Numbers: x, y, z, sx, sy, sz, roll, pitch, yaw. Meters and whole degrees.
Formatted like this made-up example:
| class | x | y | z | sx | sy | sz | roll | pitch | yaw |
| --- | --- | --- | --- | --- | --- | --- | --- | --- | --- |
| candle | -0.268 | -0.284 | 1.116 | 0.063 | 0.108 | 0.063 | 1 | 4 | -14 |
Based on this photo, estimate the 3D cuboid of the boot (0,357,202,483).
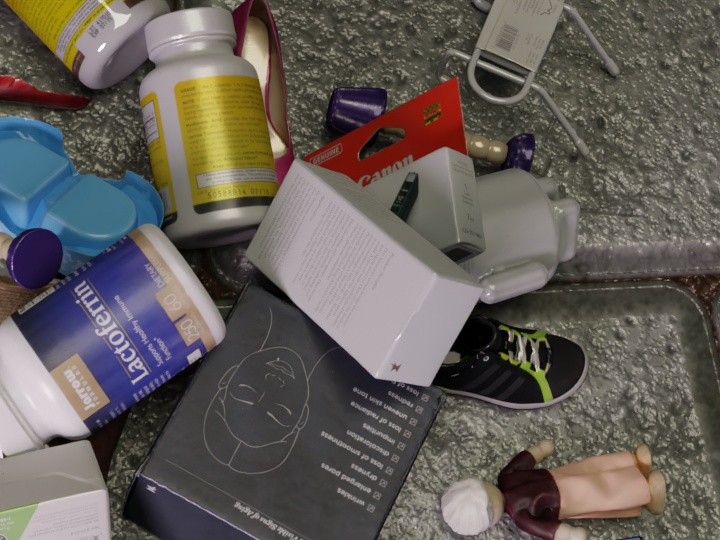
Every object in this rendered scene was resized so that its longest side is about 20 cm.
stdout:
| class | x | y | z | sx | sy | sz | roll | pitch | yaw |
| --- | --- | --- | --- | --- | --- | --- | --- | --- | --- |
| boot | -0.224 | 0.141 | 1.397 | 0.198 | 0.072 | 0.168 | -4 | 78 | -17 |

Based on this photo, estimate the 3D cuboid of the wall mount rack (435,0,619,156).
| class | x | y | z | sx | sy | sz | roll | pitch | yaw |
| --- | --- | --- | --- | --- | --- | --- | --- | --- | --- |
| wall mount rack | 0.176 | -0.212 | 1.647 | 0.173 | 0.075 | 0.201 | 25 | 58 | 0 |

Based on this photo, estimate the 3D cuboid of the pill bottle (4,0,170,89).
| class | x | y | z | sx | sy | sz | roll | pitch | yaw |
| --- | --- | --- | --- | --- | --- | --- | --- | --- | --- |
| pill bottle | -0.277 | -0.272 | 1.530 | 0.200 | 0.109 | 0.109 | 46 | 63 | 7 |

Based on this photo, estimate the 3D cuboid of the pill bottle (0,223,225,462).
| class | x | y | z | sx | sy | sz | roll | pitch | yaw |
| --- | --- | --- | --- | --- | --- | --- | --- | --- | --- |
| pill bottle | -0.216 | 0.062 | 1.316 | 0.199 | 0.116 | 0.116 | -36 | 79 | -10 |

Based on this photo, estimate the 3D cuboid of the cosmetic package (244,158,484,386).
| class | x | y | z | sx | sy | sz | roll | pitch | yaw |
| --- | --- | --- | --- | --- | --- | --- | --- | --- | --- |
| cosmetic package | 0.000 | 0.000 | 1.389 | 0.071 | 0.102 | 0.200 | 14 | 21 | -47 |

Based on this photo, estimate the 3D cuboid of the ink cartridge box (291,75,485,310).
| class | x | y | z | sx | sy | sz | roll | pitch | yaw |
| --- | --- | --- | --- | --- | --- | --- | --- | --- | --- |
| ink cartridge box | 0.014 | -0.066 | 1.475 | 0.043 | 0.199 | 0.175 | 17 | 57 | -46 |

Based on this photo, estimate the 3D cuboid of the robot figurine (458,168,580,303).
| class | x | y | z | sx | sy | sz | roll | pitch | yaw |
| --- | --- | --- | --- | --- | --- | --- | --- | --- | --- |
| robot figurine | 0.105 | -0.027 | 1.523 | 0.199 | 0.114 | 0.170 | -15 | 35 | -20 |

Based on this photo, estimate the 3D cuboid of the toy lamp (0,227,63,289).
| class | x | y | z | sx | sy | sz | roll | pitch | yaw |
| --- | --- | --- | --- | --- | --- | --- | --- | --- | --- |
| toy lamp | -0.333 | -0.034 | 1.386 | 0.199 | 0.058 | 0.058 | 19 | 54 | 40 |

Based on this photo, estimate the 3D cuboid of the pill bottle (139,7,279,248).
| class | x | y | z | sx | sy | sz | roll | pitch | yaw |
| --- | --- | --- | --- | --- | --- | --- | --- | --- | --- |
| pill bottle | -0.138 | -0.128 | 1.480 | 0.110 | 0.111 | 0.202 | -8 | 84 | -18 |

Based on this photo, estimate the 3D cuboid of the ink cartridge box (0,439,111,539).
| class | x | y | z | sx | sy | sz | roll | pitch | yaw |
| --- | --- | --- | --- | --- | --- | --- | --- | --- | --- |
| ink cartridge box | -0.255 | 0.241 | 1.296 | 0.116 | 0.201 | 0.067 | -10 | 34 | -20 |

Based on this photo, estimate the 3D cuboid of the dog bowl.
| class | x | y | z | sx | sy | sz | roll | pitch | yaw |
| --- | --- | --- | --- | --- | --- | --- | --- | --- | --- |
| dog bowl | -0.267 | -0.058 | 1.447 | 0.199 | 0.050 | 0.112 | 29 | 47 | 14 |

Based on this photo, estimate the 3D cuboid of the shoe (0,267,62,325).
| class | x | y | z | sx | sy | sz | roll | pitch | yaw |
| --- | --- | --- | --- | --- | --- | --- | --- | --- | --- |
| shoe | -0.317 | 0.031 | 1.423 | 0.198 | 0.053 | 0.071 | 9 | 85 | -7 |

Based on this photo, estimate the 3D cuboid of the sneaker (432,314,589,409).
| class | x | y | z | sx | sy | sz | roll | pitch | yaw |
| --- | --- | --- | --- | --- | --- | --- | --- | --- | --- |
| sneaker | 0.121 | 0.080 | 1.497 | 0.198 | 0.083 | 0.072 | 2 | 66 | -14 |

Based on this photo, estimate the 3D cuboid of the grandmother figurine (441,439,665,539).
| class | x | y | z | sx | sy | sz | roll | pitch | yaw |
| --- | --- | --- | --- | --- | --- | --- | --- | --- | --- |
| grandmother figurine | 0.169 | 0.202 | 1.471 | 0.198 | 0.061 | 0.121 | -5 | 28 | -12 |

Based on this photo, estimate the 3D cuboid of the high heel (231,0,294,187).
| class | x | y | z | sx | sy | sz | roll | pitch | yaw |
| --- | --- | --- | --- | --- | --- | --- | --- | --- | --- |
| high heel | -0.090 | -0.154 | 1.536 | 0.067 | 0.096 | 0.201 | 0 | 67 | -15 |

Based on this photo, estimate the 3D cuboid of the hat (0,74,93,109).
| class | x | y | z | sx | sy | sz | roll | pitch | yaw |
| --- | --- | --- | --- | --- | --- | --- | --- | --- | --- |
| hat | -0.392 | -0.140 | 1.493 | 0.199 | 0.176 | 0.167 | 3 | 61 | 28 |

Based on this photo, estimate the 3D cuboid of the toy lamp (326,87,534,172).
| class | x | y | z | sx | sy | sz | roll | pitch | yaw |
| --- | --- | --- | --- | --- | --- | --- | --- | --- | --- |
| toy lamp | 0.066 | -0.133 | 1.584 | 0.199 | 0.058 | 0.059 | 13 | 64 | -11 |

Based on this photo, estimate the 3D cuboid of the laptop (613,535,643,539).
| class | x | y | z | sx | sy | sz | roll | pitch | yaw |
| --- | --- | --- | --- | --- | --- | --- | --- | --- | --- |
| laptop | 0.124 | 0.315 | 1.376 | 0.198 | 0.116 | 0.189 | 9 | 64 | -11 |

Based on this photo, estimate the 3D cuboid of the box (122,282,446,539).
| class | x | y | z | sx | sy | sz | roll | pitch | yaw |
| --- | --- | --- | --- | --- | --- | --- | --- | --- | --- |
| box | -0.064 | 0.155 | 1.391 | 0.199 | 0.124 | 0.197 | 29 | 61 | 0 |
